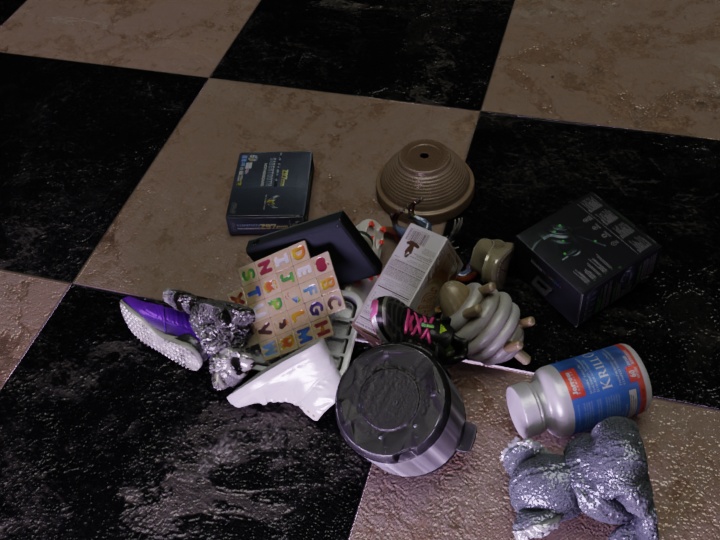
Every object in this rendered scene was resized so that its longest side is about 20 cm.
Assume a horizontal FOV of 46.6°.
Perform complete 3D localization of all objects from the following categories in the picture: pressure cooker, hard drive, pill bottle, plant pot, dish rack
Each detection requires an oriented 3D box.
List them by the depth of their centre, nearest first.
[{"bbox_3d":[0.064,0.212,1.238,0.178,0.200,0.177,-30,61,4],"label":"pressure cooker"},{"bbox_3d":[0.332,0.191,1.284,0.198,0.113,0.113,-16,48,-9],"label":"pill bottle"},{"bbox_3d":[-0.101,0.109,1.431,0.198,0.044,0.173,8,62,13],"label":"dish rack"},{"bbox_3d":[-0.080,-0.022,1.446,0.199,0.140,0.033,-15,41,29],"label":"hard drive"},{"bbox_3d":[0.127,-0.193,1.661,0.199,0.093,0.202,-3,49,4],"label":"plant pot"}]

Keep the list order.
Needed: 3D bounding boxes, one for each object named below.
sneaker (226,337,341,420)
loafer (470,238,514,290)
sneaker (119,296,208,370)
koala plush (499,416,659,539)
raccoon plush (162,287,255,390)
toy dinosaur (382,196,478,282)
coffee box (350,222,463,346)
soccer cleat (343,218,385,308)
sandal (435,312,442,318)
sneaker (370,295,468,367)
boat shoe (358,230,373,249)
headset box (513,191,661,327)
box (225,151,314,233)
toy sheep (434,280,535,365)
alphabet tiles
[{"bbox_3d":[-0.114,0.202,1.342,0.199,0.116,0.074,-29,6,22],"label":"sneaker"},{"bbox_3d":[0.224,-0.015,1.445,0.068,0.076,0.200,14,9,11],"label":"loafer"},{"bbox_3d":[-0.328,0.092,1.470,0.199,0.070,0.100,30,54,19],"label":"sneaker"},{"bbox_3d":[0.298,0.296,1.168,0.198,0.184,0.178,-10,46,12],"label":"koala plush"},{"bbox_3d":[-0.251,0.116,1.390,0.199,0.135,0.096,16,6,40],"label":"raccoon plush"},{"bbox_3d":[0.136,-0.046,1.558,0.105,0.200,0.182,-29,86,-37],"label":"toy dinosaur"},{"bbox_3d":[0.081,0.040,1.395,0.079,0.114,0.201,25,79,30],"label":"coffee box"},{"bbox_3d":[0.000,0.000,1.527,0.069,0.077,0.202,27,59,-28],"label":"soccer cleat"},{"bbox_3d":[0.135,0.072,1.451,0.075,0.048,0.202,-9,49,-2],"label":"sandal"},{"bbox_3d":[0.096,0.092,1.278,0.087,0.200,0.074,-16,49,38],"label":"sneaker"},{"bbox_3d":[-0.059,-0.035,1.504,0.199,0.072,0.068,-22,30,35],"label":"boat shoe"},{"bbox_3d":[0.391,-0.020,1.479,0.199,0.093,0.174,-29,52,-19],"label":"headset box"},{"bbox_3d":[-0.179,-0.160,1.688,0.156,0.051,0.201,0,48,4],"label":"box"},{"bbox_3d":[0.206,0.090,1.367,0.200,0.138,0.138,44,56,-9],"label":"toy sheep"},{"bbox_3d":[-0.125,0.051,1.389,0.199,0.006,0.168,-22,75,16],"label":"alphabet tiles"}]
